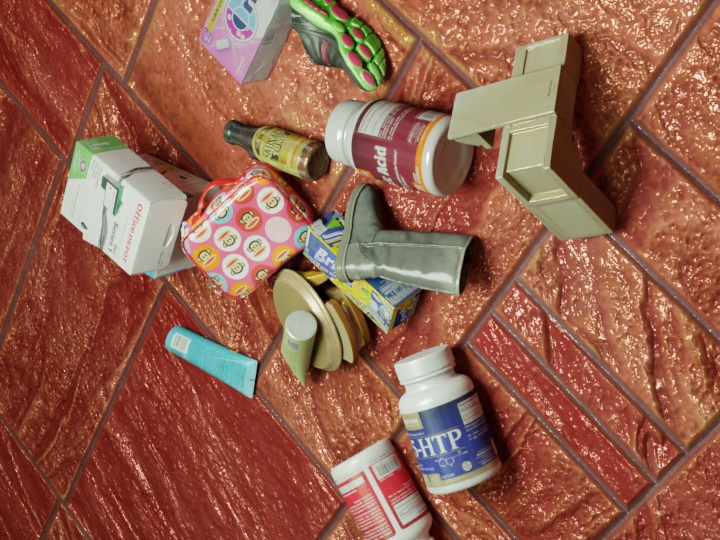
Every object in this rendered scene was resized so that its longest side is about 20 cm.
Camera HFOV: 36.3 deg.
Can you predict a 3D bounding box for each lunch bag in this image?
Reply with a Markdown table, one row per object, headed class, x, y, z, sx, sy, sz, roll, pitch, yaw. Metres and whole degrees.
| class | x | y | z | sx | sy | sz | roll | pitch | yaw |
| --- | --- | --- | --- | --- | --- | --- | --- | --- | --- |
| lunch bag | -0.189 | -0.071 | 1.765 | 0.199 | 0.082 | 0.176 | -38 | 112 | 14 |

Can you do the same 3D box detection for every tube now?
| class | x | y | z | sx | sy | sz | roll | pitch | yaw |
| --- | --- | --- | --- | --- | --- | --- | --- | --- | --- |
| tube | -0.104 | 0.124 | 1.783 | 0.051 | 0.059 | 0.200 | 10 | 153 | -3 |
| tube | -0.271 | 0.162 | 2.021 | 0.199 | 0.050 | 0.078 | 24 | 123 | 28 |

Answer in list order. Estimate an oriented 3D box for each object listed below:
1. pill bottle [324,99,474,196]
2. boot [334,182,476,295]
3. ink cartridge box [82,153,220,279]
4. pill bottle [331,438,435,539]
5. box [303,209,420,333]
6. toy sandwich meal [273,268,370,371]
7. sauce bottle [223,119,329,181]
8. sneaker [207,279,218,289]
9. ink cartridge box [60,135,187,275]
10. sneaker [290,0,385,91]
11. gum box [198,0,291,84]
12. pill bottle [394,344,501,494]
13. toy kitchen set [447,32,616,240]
| class | x | y | z | sx | sy | sz | roll | pitch | yaw |
| --- | --- | --- | --- | --- | --- | --- | --- | --- | --- |
| pill bottle | 0.053 | -0.182 | 1.576 | 0.199 | 0.114 | 0.115 | 18 | 116 | 36 |
| boot | 0.072 | -0.049 | 1.622 | 0.198 | 0.073 | 0.183 | -2 | 65 | 27 |
| ink cartridge box | -0.374 | -0.101 | 1.952 | 0.199 | 0.146 | 0.147 | 25 | 118 | 32 |
| pill bottle | 0.045 | 0.384 | 1.771 | 0.112 | 0.112 | 0.201 | -36 | 79 | 42 |
| box | 0.000 | 0.000 | 1.705 | 0.200 | 0.064 | 0.070 | 44 | 147 | 23 |
| toy sandwich meal | -0.068 | 0.073 | 1.795 | 0.205 | 0.070 | 0.206 | 44 | 150 | 33 |
| sauce bottle | -0.141 | -0.199 | 1.773 | 0.199 | 0.066 | 0.067 | 20 | 117 | 33 |
| sneaker | -0.194 | -0.026 | 1.862 | 0.077 | 0.082 | 0.200 | 51 | 128 | 16 |
| ink cartridge box | -0.393 | -0.108 | 1.812 | 0.200 | 0.084 | 0.147 | 37 | 122 | 27 |
| sneaker | -0.033 | -0.337 | 1.641 | 0.200 | 0.076 | 0.084 | 50 | 147 | 21 |
| gum box | -0.165 | -0.409 | 1.723 | 0.114 | 0.066 | 0.201 | 46 | 128 | 18 |
| pill bottle | 0.124 | 0.220 | 1.643 | 0.119 | 0.119 | 0.202 | -20 | 91 | 43 |
| toy kitchen set | 0.233 | -0.167 | 1.455 | 0.162 | 0.180 | 0.202 | -8 | 59 | 39 |
